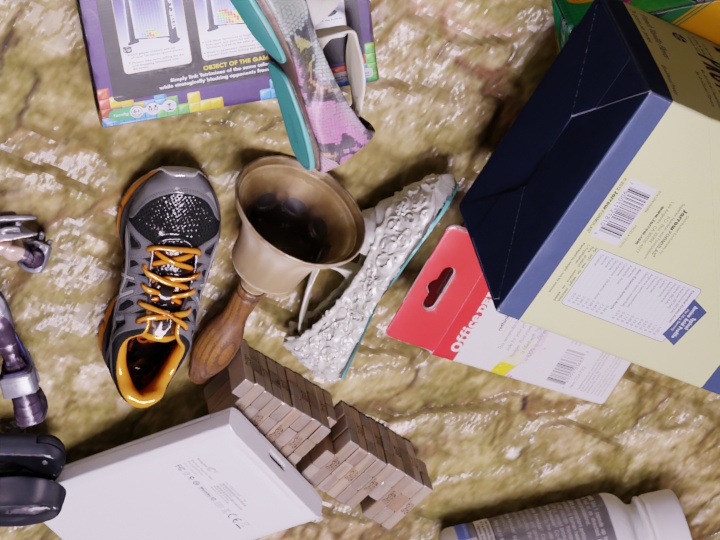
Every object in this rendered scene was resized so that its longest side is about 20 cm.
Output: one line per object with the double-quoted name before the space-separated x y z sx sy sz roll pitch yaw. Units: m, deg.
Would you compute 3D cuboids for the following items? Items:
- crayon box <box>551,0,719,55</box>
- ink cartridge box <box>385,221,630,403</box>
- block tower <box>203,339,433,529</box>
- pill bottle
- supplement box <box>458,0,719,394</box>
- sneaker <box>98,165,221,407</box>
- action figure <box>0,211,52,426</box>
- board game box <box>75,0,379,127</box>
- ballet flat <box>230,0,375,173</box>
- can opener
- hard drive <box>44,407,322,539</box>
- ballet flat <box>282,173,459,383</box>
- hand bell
"crayon box" 0.210 -0.120 1.735 0.118 0.058 0.200 -12 127 -3
"ink cartridge box" 0.123 0.018 1.812 0.199 0.067 0.116 18 120 -23
"block tower" -0.036 0.131 1.871 0.200 0.054 0.058 35 112 -30
"pill bottle" 0.173 0.249 1.966 0.199 0.114 0.114 -12 128 -3
"supplement box" 0.213 -0.051 1.664 0.199 0.134 0.200 20 120 -25
"sneaker" -0.145 0.014 1.747 0.078 0.077 0.201 5 124 -13
"action figure" -0.285 0.022 1.732 0.130 0.069 0.201 -6 124 1
"board game box" -0.095 -0.195 1.616 0.199 0.057 0.166 -10 125 -5
"ballet flat" -0.038 -0.153 1.590 0.071 0.069 0.200 -33 131 -10
"can opener" -0.324 0.149 1.820 0.199 0.079 0.064 5 120 -1
"hard drive" -0.149 0.180 1.862 0.200 0.026 0.132 -20 132 25
"ballet flat" 0.000 0.000 1.777 0.072 0.072 0.200 18 120 -24
"hand bell" -0.085 0.017 1.774 0.104 0.104 0.200 14 135 -21
